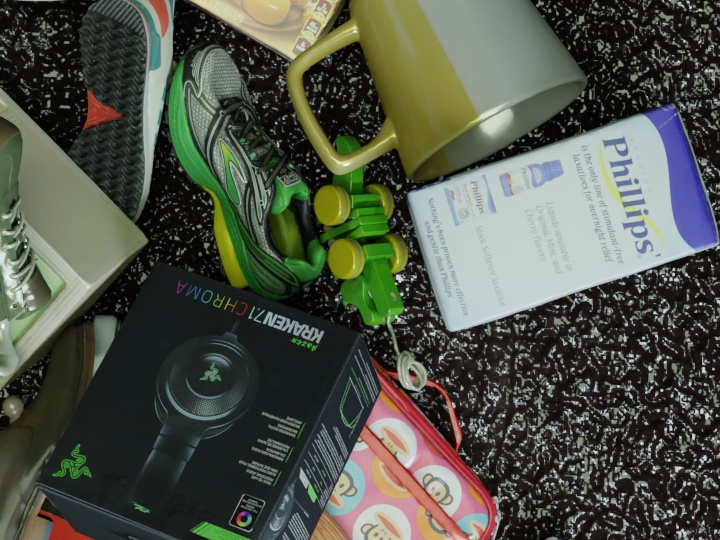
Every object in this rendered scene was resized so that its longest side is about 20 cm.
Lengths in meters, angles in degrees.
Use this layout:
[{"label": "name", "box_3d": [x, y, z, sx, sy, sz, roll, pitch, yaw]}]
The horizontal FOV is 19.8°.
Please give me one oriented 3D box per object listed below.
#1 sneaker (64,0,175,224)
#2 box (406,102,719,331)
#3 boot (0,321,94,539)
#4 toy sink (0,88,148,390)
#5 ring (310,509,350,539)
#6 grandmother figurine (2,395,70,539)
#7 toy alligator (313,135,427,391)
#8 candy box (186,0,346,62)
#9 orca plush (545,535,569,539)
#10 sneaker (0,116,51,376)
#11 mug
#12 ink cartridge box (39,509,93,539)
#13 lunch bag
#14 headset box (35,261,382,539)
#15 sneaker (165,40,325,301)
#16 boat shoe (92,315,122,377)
[{"label": "sneaker", "box_3d": [-0.170, -0.121, 1.548, 0.070, 0.093, 0.201, 18, 120, 17]}, {"label": "box", "box_3d": [0.141, -0.036, 1.481, 0.198, 0.184, 0.106, -18, 90, 2]}, {"label": "boot", "box_3d": [-0.255, 0.123, 1.483, 0.096, 0.075, 0.202, 17, 76, -10]}, {"label": "toy sink", "box_3d": [-0.282, -0.035, 1.513, 0.200, 0.112, 0.130, 46, 119, 0]}, {"label": "ring", "box_3d": [-0.082, 0.240, 1.520, 0.198, 0.019, 0.202, 6, 108, 19]}, {"label": "grandmother figurine", "box_3d": [-0.289, 0.155, 1.570, 0.199, 0.061, 0.122, 36, 102, 3]}, {"label": "toy alligator", "box_3d": [0.000, 0.000, 1.547, 0.054, 0.059, 0.202, -24, 77, 44]}, {"label": "candy box", "box_3d": [-0.042, -0.266, 1.544, 0.115, 0.055, 0.201, 29, 94, 0]}, {"label": "orca plush", "box_3d": [0.127, 0.304, 1.549, 0.071, 0.105, 0.202, 34, 65, -36]}, {"label": "sneaker", "box_3d": [-0.247, -0.009, 1.414, 0.089, 0.067, 0.201, 29, 124, 3]}, {"label": "mug", "box_3d": [0.054, -0.162, 1.494, 0.186, 0.149, 0.154, -22, 81, -38]}, {"label": "ink cartridge box", "box_3d": [-0.299, 0.241, 1.545, 0.198, 0.047, 0.161, 22, 111, 9]}, {"label": "lunch bag", "box_3d": [0.004, 0.156, 1.549, 0.176, 0.082, 0.200, -43, 91, -1]}, {"label": "headset box", "box_3d": [-0.107, 0.121, 1.448, 0.173, 0.093, 0.201, 19, 68, 21]}, {"label": "sneaker", "box_3d": [-0.077, -0.078, 1.529, 0.085, 0.078, 0.202, -17, 99, 46]}, {"label": "boat shoe", "box_3d": [-0.168, 0.132, 1.556, 0.067, 0.074, 0.202, -4, 93, -3]}]
